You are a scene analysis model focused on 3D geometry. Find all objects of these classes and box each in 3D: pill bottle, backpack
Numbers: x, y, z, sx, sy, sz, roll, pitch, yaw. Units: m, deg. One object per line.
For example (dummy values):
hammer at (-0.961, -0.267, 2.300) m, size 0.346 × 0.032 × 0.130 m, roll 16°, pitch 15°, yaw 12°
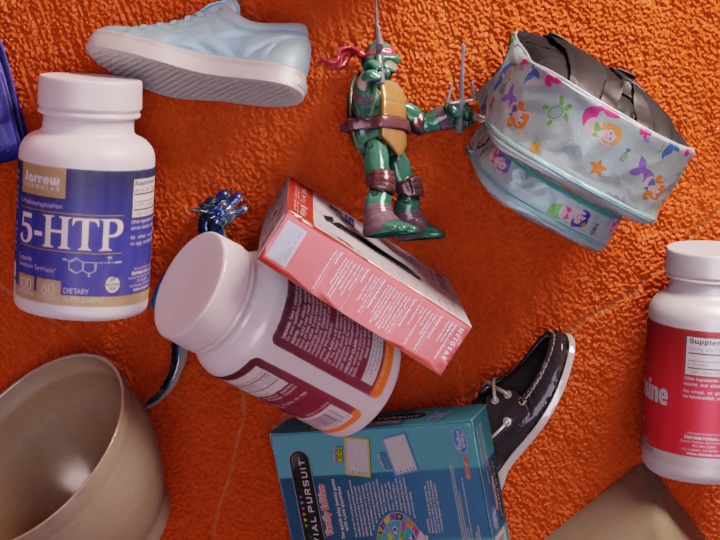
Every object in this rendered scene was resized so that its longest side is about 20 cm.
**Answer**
pill bottle at (-0.071, 0.054, 1.354) m, size 0.199 × 0.114 × 0.115 m, roll 31°, pitch 99°, yaw -33°
backpack at (0.182, -0.108, 1.331) m, size 0.176 × 0.200 × 0.152 m, roll 27°, pitch 99°, yaw -12°
pill bottle at (-0.238, -0.066, 1.373) m, size 0.118 × 0.120 × 0.203 m, roll 3°, pitch 100°, yaw -2°
pill bottle at (0.310, 0.080, 1.417) m, size 0.111 × 0.112 × 0.203 m, roll 1°, pitch 100°, yaw -2°

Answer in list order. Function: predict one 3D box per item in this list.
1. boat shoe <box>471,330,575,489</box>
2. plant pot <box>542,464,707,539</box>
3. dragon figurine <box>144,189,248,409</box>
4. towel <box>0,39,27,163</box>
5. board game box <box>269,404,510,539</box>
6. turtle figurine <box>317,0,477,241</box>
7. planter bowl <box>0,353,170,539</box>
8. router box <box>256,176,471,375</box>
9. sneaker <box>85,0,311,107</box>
boat shoe at (0.125, 0.135, 1.446) m, size 0.060 × 0.074 × 0.201 m, roll 28°, pitch 106°, yaw -11°
plant pot at (0.255, 0.332, 1.428) m, size 0.199 × 0.177 × 0.200 m, roll -38°, pitch 99°, yaw 4°
dragon figurine at (-0.153, 0.021, 1.422) m, size 0.099 × 0.059 × 0.200 m, roll 40°, pitch 96°, yaw -8°
towel at (-0.402, -0.148, 1.395) m, size 0.197 × 0.050 × 0.150 m, roll -14°, pitch 93°, yaw 2°
board game box at (0.028, 0.205, 1.430) m, size 0.197 × 0.047 × 0.153 m, roll -6°, pitch 101°, yaw 24°
turtle figurine at (0.032, -0.129, 1.383) m, size 0.149 × 0.100 × 0.203 m, roll 0°, pitch 85°, yaw -45°
planter bowl at (-0.251, 0.194, 1.398) m, size 0.199 × 0.201 × 0.135 m, roll -35°, pitch 127°, yaw 5°
router box at (0.000, 0.000, 1.352) m, size 0.178 × 0.200 × 0.049 m, roll 32°, pitch 98°, yaw -8°
sneaker at (-0.138, -0.198, 1.389) m, size 0.197 × 0.074 × 0.083 m, roll 11°, pitch 70°, yaw 2°
